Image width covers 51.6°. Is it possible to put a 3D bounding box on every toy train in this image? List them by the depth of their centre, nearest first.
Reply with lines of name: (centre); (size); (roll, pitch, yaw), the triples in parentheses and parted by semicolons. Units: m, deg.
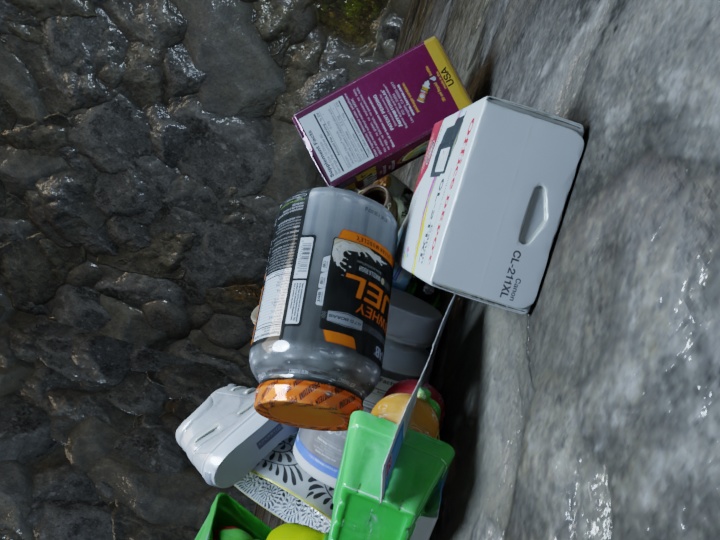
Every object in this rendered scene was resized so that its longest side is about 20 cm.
toy train: (0.059, 0.049, 0.916); (0.200, 0.041, 0.057); (118, 176, -63)

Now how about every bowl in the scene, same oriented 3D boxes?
bowl: (-0.065, 0.248, 0.903); (0.095, 0.199, 0.201); (-58, -1, -26)

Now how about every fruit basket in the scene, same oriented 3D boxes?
fruit basket: (0.044, 0.149, 0.645); (0.200, 0.093, 0.187); (-53, -19, -46)
fruit basket: (-0.100, 0.360, 0.904); (0.156, 0.213, 0.218); (-96, 24, -73)

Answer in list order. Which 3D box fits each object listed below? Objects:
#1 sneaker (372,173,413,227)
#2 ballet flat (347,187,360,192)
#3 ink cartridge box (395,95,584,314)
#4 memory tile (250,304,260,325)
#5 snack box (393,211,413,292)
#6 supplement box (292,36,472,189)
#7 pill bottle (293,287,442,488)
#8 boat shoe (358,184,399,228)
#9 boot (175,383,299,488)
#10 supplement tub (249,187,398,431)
sneaker: (0.058, -0.061, 1.006); (0.076, 0.087, 0.201); (-49, 21, 31)
ballet flat: (0.000, 0.000, 0.905); (0.067, 0.062, 0.203); (-19, 63, 41)
ink cartridge box: (0.098, -0.056, 0.634); (0.200, 0.082, 0.148); (-135, 62, -83)
memory tile: (-0.048, 0.020, 1.033); (0.152, 0.017, 0.200); (8, 43, 46)
snack box: (0.076, -0.066, 0.875); (0.201, 0.037, 0.117); (-62, -2, -40)
supplement box: (0.029, -0.184, 0.935); (0.198, 0.104, 0.131); (-29, -2, 2)
pill bottle: (0.010, 0.123, 0.798); (0.114, 0.112, 0.202); (-106, 36, -78)
boat shoe: (-0.026, -0.015, 0.816); (0.203, 0.074, 0.075); (-58, -18, -26)
boot: (-0.114, 0.148, 0.843); (0.199, 0.095, 0.074); (-35, -43, -27)
supplement tub: (-0.034, 0.037, 0.688); (0.123, 0.121, 0.203); (120, 160, -64)
